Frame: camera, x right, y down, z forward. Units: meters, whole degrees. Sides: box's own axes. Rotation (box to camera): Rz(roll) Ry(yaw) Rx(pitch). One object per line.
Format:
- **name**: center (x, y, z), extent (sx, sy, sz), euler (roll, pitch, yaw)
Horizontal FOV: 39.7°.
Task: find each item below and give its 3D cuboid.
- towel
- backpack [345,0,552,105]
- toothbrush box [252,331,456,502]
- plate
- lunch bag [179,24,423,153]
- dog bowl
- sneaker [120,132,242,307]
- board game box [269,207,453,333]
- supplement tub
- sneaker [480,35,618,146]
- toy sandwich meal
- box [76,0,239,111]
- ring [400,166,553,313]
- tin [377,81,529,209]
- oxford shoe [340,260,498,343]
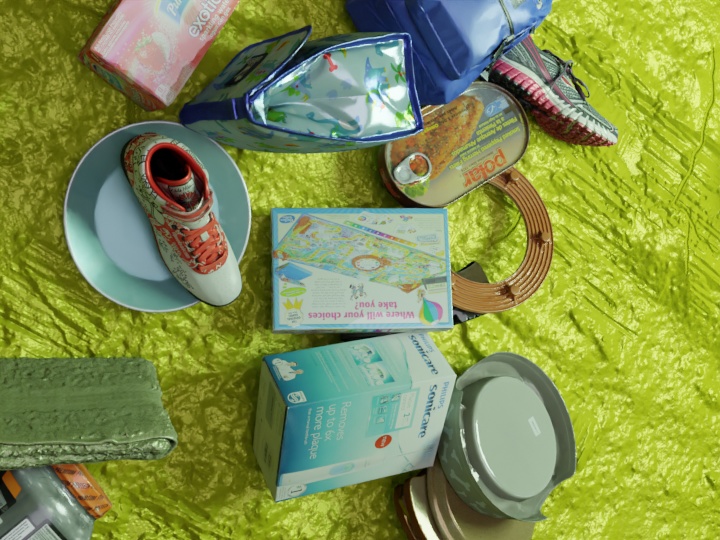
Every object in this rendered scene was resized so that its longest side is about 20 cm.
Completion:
- **towel**: center (-0.289, 0.137, 0.980), extent (0.198, 0.149, 0.037), euler (-1, 123, -24)
- **backpack**: center (0.119, -0.293, 1.101), extent (0.200, 0.167, 0.163), euler (-41, 116, -19)
- **toothbrush box**: center (-0.009, 0.158, 1.101), extent (0.198, 0.085, 0.147), euler (-8, 129, -24)
- **plate**: center (-0.213, -0.057, 1.052), extent (0.198, 0.026, 0.202), euler (-2, 96, -23)
- **lunch bag**: center (-0.066, -0.176, 1.015), extent (0.199, 0.170, 0.129), euler (-17, 102, -30)
- **dog bowl**: center (0.171, 0.201, 1.188), extent (0.199, 0.058, 0.202), euler (17, 62, -36)
- **sneaker**: center (-0.171, -0.044, 1.000), extent (0.067, 0.108, 0.203), euler (-32, 108, -18)
- **board game box**: center (0.000, 0.000, 1.101), extent (0.198, 0.034, 0.136), euler (0, 79, -8)
- **supplement tub**: center (-0.350, 0.260, 0.971), extent (0.200, 0.122, 0.123), euler (-40, 109, -16)
- **sneaker**: center (0.242, -0.215, 1.208), extent (0.199, 0.080, 0.075), euler (33, 80, -23)
- **toy sandwich meal**: center (0.133, 0.275, 1.213), extent (0.204, 0.070, 0.207), euler (17, 62, -35)
- **box**: center (-0.186, -0.269, 1.000), extent (0.094, 0.102, 0.201), euler (35, 82, -23)
- **ring**: center (0.141, -0.049, 1.174), extent (0.198, 0.019, 0.202), euler (6, 71, -18)
- **tin**: center (0.109, -0.142, 1.159), extent (0.199, 0.042, 0.113), euler (-31, 84, -24)
- **oxford shoe**: center (0.061, 0.037, 1.168), extent (0.198, 0.073, 0.085), euler (-17, 86, -24)
